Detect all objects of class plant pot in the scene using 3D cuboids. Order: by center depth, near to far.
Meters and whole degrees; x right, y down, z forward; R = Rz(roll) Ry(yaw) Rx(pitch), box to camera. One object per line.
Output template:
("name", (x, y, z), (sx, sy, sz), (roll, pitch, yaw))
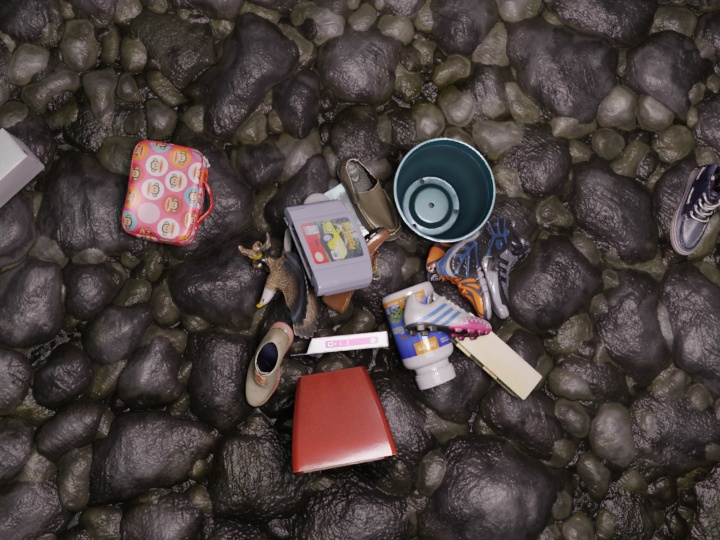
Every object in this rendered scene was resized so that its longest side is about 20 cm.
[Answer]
("plant pot", (-0.046, 0.294, 1.590), (0.197, 0.200, 0.179), (-9, 75, -5))
("plant pot", (0.154, -0.145, 1.631), (0.197, 0.188, 0.204), (0, 84, -4))

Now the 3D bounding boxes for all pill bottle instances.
("pill bottle", (0.124, 0.134, 1.646), (0.111, 0.112, 0.203), (-19, 86, -5))

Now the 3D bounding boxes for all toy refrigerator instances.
("toy refrigerator", (0.273, 0.179, 1.672), (0.200, 0.076, 0.070), (42, 84, -1))

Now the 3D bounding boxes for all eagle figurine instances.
("eagle figurine", (-0.148, 0.029, 1.623), (0.199, 0.151, 0.152), (39, 124, 15))

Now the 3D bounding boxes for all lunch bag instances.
("lunch bag", (-0.385, -0.156, 1.646), (0.173, 0.082, 0.203), (10, 84, -4))

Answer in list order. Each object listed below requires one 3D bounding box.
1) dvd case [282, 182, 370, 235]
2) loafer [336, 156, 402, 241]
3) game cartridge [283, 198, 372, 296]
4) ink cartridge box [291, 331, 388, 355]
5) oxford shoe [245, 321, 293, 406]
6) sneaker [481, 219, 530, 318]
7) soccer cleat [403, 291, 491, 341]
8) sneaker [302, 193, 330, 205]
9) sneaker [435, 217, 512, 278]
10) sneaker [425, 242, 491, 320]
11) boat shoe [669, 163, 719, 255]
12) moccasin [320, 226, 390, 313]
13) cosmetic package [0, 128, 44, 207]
("dvd case", (-0.043, -0.098, 1.697), (0.198, 0.022, 0.147), (-30, 88, -5))
("loafer", (0.017, -0.148, 1.660), (0.075, 0.070, 0.201), (-36, 89, -7))
("game cartridge", (-0.057, -0.050, 1.566), (0.131, 0.041, 0.202), (-10, 61, -28))
("ink cartridge box", (-0.044, 0.149, 1.641), (0.197, 0.095, 0.038), (-7, 86, -5))
("oxford shoe", (-0.196, 0.197, 1.603), (0.070, 0.074, 0.202), (23, 117, 7))
("sneaker", (0.307, -0.008, 1.688), (0.112, 0.076, 0.203), (-15, 84, -3))
("soccer cleat", (0.174, 0.086, 1.580), (0.197, 0.070, 0.088), (8, 68, -28))
("sneaker", (-0.091, -0.056, 1.648), (0.074, 0.106, 0.202), (4, 56, -7))
("sneaker", (0.227, -0.048, 1.615), (0.199, 0.077, 0.077), (-30, 100, -33))
("sneaker", (0.198, 0.023, 1.671), (0.110, 0.078, 0.202), (-17, 61, 2))
("boat shoe", (0.725, -0.134, 1.720), (0.074, 0.093, 0.203), (16, 84, -3))
("moccasin", (0.000, 0.000, 1.650), (0.077, 0.074, 0.203), (34, 98, -7))
("cosmetic package", (-0.743, -0.178, 1.607), (0.081, 0.113, 0.200), (45, 82, 0))
